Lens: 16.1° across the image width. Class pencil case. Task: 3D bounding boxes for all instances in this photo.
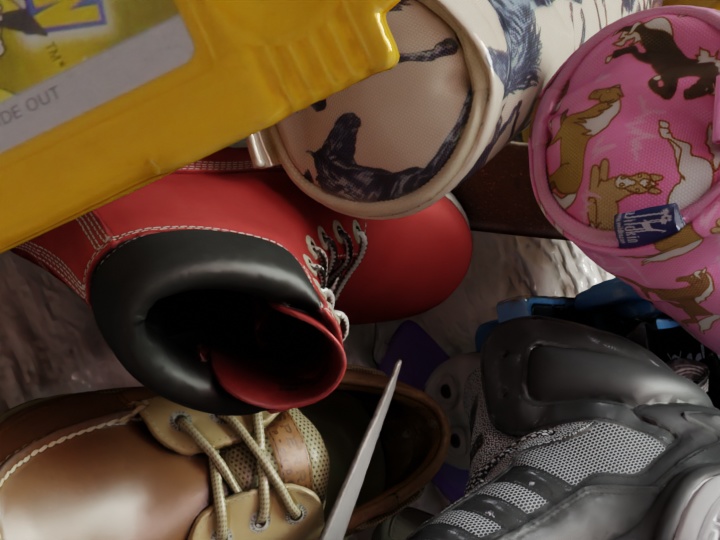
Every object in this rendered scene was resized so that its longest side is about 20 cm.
[{"bbox_3d":[0.034,-0.077,0.829,0.078,0.089,0.200,61,29,-4],"label":"pencil case"},{"bbox_3d":[0.135,-0.003,0.805,0.200,0.083,0.087,38,18,-45],"label":"pencil case"}]

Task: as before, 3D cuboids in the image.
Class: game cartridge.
[{"bbox_3d":[-0.106,-0.099,0.700,0.177,0.199,0.032,65,7,-2],"label":"game cartridge"}]

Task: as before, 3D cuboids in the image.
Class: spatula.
[{"bbox_3d":[0.000,0.000,0.911,0.201,0.020,0.057,62,33,-29],"label":"spatula"}]

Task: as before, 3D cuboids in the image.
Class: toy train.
[{"bbox_3d":[0.097,0.046,0.928,0.200,0.114,0.087,1,75,-62],"label":"toy train"}]

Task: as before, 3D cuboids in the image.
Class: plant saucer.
[{"bbox_3d":[0.099,-0.026,0.939,0.200,0.199,0.035,2,93,-52],"label":"plant saucer"}]

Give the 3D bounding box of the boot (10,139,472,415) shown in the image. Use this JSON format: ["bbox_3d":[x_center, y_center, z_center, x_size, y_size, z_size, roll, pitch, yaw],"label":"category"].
[{"bbox_3d":[-0.017,0.007,0.791,0.199,0.073,0.144,10,21,-42],"label":"boot"}]

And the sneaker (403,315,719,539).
[{"bbox_3d":[0.037,0.080,0.759,0.199,0.076,0.114,-14,43,-17],"label":"sneaker"}]

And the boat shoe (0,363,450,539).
[{"bbox_3d":[-0.045,0.061,0.787,0.200,0.074,0.076,-12,81,-55],"label":"boat shoe"}]

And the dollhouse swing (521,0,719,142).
[{"bbox_3d":[0.145,-0.160,1.072,0.181,0.175,0.201,13,60,-49],"label":"dollhouse swing"}]

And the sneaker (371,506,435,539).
[{"bbox_3d":[0.018,0.163,0.830,0.075,0.107,0.200,23,21,-17],"label":"sneaker"}]

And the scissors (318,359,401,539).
[{"bbox_3d":[-0.028,0.121,0.748,0.073,0.014,0.201,12,93,-55],"label":"scissors"}]
